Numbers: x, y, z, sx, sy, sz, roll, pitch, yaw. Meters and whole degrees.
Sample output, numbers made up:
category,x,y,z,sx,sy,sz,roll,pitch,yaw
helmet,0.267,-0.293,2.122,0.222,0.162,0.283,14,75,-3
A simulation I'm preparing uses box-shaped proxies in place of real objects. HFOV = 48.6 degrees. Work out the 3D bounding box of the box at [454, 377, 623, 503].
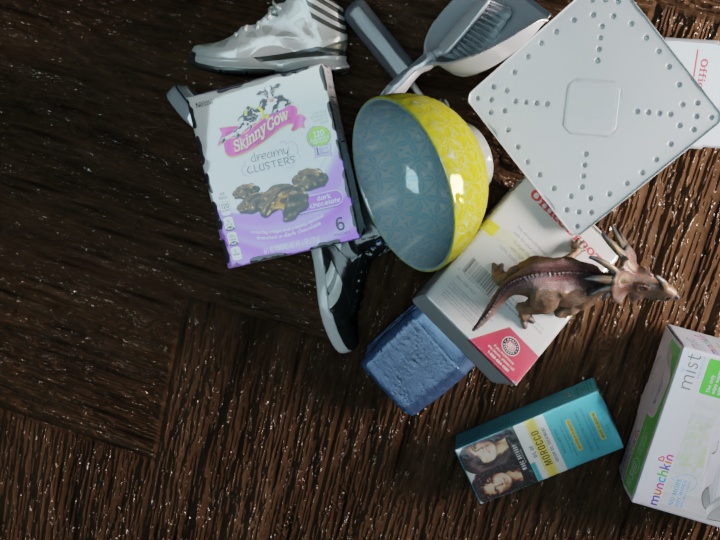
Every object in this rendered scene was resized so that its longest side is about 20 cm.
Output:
category,x,y,z,sx,sy,sz,roll,pitch,yaw
box,0.225,0.218,1.020,0.197,0.049,0.083,-26,95,14

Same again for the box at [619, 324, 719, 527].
category,x,y,z,sx,sy,sz,roll,pitch,yaw
box,0.428,0.191,0.954,0.173,0.097,0.204,15,104,5

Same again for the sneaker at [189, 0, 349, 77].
category,x,y,z,sx,sy,sz,roll,pitch,yaw
sneaker,-0.111,-0.297,0.971,0.196,0.076,0.118,0,100,1

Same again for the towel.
category,x,y,z,sx,sy,sz,roll,pitch,yaw
towel,0.103,0.087,1.017,0.199,0.049,0.112,-42,90,14

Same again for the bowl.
category,x,y,z,sx,sy,sz,roll,pitch,yaw
bowl,0.085,-0.112,0.901,0.106,0.199,0.204,-24,97,-24

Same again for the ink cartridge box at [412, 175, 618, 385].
category,x,y,z,sx,sy,sz,roll,pitch,yaw
ink cartridge box,0.181,0.009,0.933,0.145,0.083,0.200,43,80,-1

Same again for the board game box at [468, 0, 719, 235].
category,x,y,z,sx,sy,sz,roll,pitch,yaw
board game box,0.253,-0.178,0.875,0.199,0.026,0.201,-39,88,13

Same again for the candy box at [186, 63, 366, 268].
category,x,y,z,sx,sy,sz,roll,pitch,yaw
candy box,-0.096,-0.122,0.936,0.164,0.072,0.204,-12,99,8

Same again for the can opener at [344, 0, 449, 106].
category,x,y,z,sx,sy,sz,roll,pitch,yaw
can opener,0.044,-0.233,0.961,0.066,0.053,0.202,-35,93,11

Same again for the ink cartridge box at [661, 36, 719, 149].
category,x,y,z,sx,sy,sz,roll,pitch,yaw
ink cartridge box,0.332,-0.203,0.907,0.195,0.067,0.119,7,102,10

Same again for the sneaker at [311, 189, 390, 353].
category,x,y,z,sx,sy,sz,roll,pitch,yaw
sneaker,0.000,0.000,1.006,0.109,0.073,0.205,-10,98,14

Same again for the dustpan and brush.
category,x,y,z,sx,sy,sz,roll,pitch,yaw
dustpan and brush,0.102,-0.252,0.904,0.057,0.140,0.200,31,110,-37

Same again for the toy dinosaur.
category,x,y,z,sx,sy,sz,roll,pitch,yaw
toy dinosaur,0.211,0.010,0.826,0.196,0.136,0.088,-11,86,-9

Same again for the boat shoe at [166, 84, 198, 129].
category,x,y,z,sx,sy,sz,roll,pitch,yaw
boat shoe,-0.151,-0.177,1.002,0.199,0.072,0.066,39,101,0
